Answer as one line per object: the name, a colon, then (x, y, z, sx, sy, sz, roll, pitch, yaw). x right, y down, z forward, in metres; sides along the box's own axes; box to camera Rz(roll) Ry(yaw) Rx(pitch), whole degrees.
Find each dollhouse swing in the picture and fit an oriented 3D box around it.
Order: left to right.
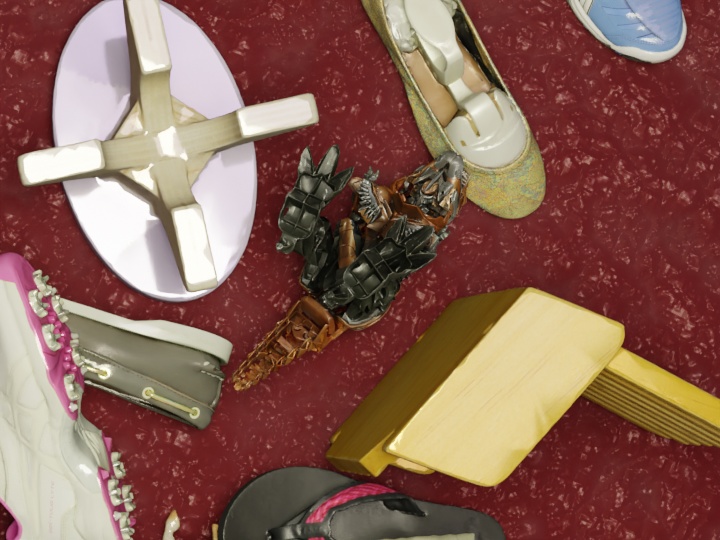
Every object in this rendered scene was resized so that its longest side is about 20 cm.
dollhouse swing: (0.110, 0.107, 1.323, 0.176, 0.200, 0.182, 43, 80, -6)

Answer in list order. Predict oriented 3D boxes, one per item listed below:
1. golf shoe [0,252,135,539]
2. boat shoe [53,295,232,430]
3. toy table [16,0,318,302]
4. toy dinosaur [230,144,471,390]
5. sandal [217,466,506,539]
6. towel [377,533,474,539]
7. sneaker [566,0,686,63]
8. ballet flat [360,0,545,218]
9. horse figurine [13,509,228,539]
golf shoe: (-0.202, 0.090, 1.275, 0.091, 0.075, 0.200, -15, 103, 6)
boat shoe: (-0.182, 0.051, 1.335, 0.202, 0.072, 0.060, 14, 79, -14)
toy table: (-0.126, -0.080, 1.332, 0.184, 0.117, 0.200, -24, 92, -11)
toy dinosaur: (0.000, 0.000, 1.342, 0.102, 0.136, 0.200, 20, 71, 9)
sandal: (0.007, 0.168, 1.363, 0.200, 0.045, 0.075, 9, 80, -19)
towel: (-0.024, 0.250, 1.339, 0.200, 0.035, 0.193, -1, 112, -7)
sneaker: (0.167, -0.233, 1.417, 0.076, 0.077, 0.200, -23, 93, -13)
ballet flat: (0.063, -0.123, 1.396, 0.071, 0.071, 0.200, -30, 93, -11)
horse figurine: (-0.167, 0.199, 1.340, 0.200, 0.050, 0.133, 26, 76, -6)
